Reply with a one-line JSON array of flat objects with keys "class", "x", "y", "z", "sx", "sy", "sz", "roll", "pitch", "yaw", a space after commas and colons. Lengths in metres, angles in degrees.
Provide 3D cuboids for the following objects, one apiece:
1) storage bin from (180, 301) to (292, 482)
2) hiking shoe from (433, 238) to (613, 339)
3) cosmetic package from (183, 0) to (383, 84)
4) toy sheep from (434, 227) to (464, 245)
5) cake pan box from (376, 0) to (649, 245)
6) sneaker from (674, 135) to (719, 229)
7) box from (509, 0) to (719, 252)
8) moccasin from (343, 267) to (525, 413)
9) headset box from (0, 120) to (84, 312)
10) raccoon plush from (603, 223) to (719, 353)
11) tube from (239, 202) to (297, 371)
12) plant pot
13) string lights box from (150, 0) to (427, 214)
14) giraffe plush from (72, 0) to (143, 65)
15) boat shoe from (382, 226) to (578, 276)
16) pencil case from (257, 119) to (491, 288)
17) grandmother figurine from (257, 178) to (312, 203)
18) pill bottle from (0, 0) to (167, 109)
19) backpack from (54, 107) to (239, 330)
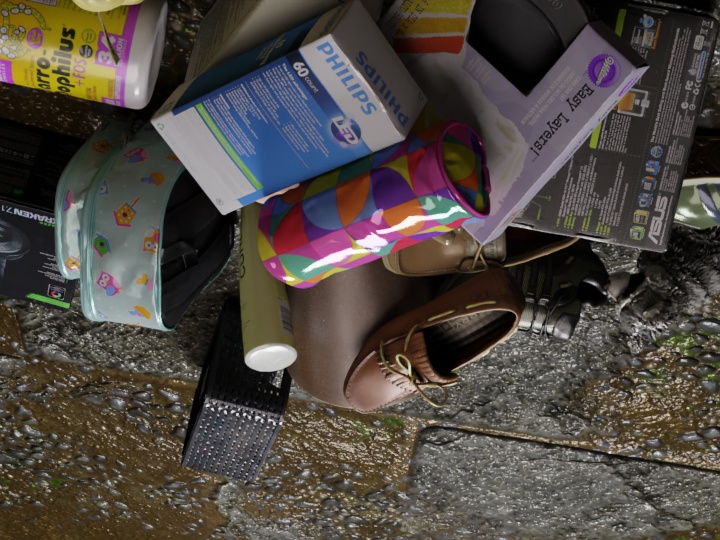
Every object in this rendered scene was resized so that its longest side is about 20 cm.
[{"class": "storage bin", "x": -0.141, "y": 0.144, "z": 1.746, "sx": 0.093, "sy": 0.136, "sz": 0.200, "roll": 14, "pitch": 146, "yaw": -7}, {"class": "hiking shoe", "x": 0.164, "y": 0.026, "z": 1.459, "sx": 0.199, "sy": 0.101, "sz": 0.076, "roll": -20, "pitch": 136, "yaw": -24}, {"class": "cosmetic package", "x": -0.063, "y": -0.206, "z": 1.240, "sx": 0.087, "sy": 0.104, "sz": 0.200, "roll": 24, "pitch": 145, "yaw": -20}, {"class": "toy sheep", "x": 0.054, "y": -0.106, "z": 1.331, "sx": 0.137, "sy": 0.138, "sz": 0.201, "roll": 22, "pitch": 110, "yaw": -18}, {"class": "cake pan box", "x": 0.098, "y": -0.153, "z": 1.185, "sx": 0.184, "sy": 0.052, "sz": 0.200, "roll": 44, "pitch": 114, "yaw": 6}, {"class": "sneaker", "x": 0.336, "y": -0.075, "z": 1.376, "sx": 0.199, "sy": 0.067, "sz": 0.090, "roll": 7, "pitch": 154, "yaw": 4}, {"class": "box", "x": 0.179, "y": -0.128, "z": 1.243, "sx": 0.192, "sy": 0.048, "sz": 0.201, "roll": 10, "pitch": 105, "yaw": 0}, {"class": "moccasin", "x": 0.067, "y": 0.077, "z": 1.397, "sx": 0.201, "sy": 0.078, "sz": 0.074, "roll": -28, "pitch": 116, "yaw": 20}, {"class": "headset box", "x": -0.364, "y": -0.056, "z": 1.545, "sx": 0.173, "sy": 0.093, "sz": 0.200, "roll": 16, "pitch": 147, "yaw": -8}, {"class": "raccoon plush", "x": 0.334, "y": 0.014, "z": 1.436, "sx": 0.199, "sy": 0.135, "sz": 0.097, "roll": 1, "pitch": 145, "yaw": 13}, {"class": "tube", "x": -0.099, "y": 0.002, "z": 1.475, "sx": 0.052, "sy": 0.201, "sz": 0.058, "roll": 19, "pitch": 138, "yaw": -36}, {"class": "plant pot", "x": 0.000, "y": 0.000, "z": 1.483, "sx": 0.186, "sy": 0.187, "sz": 0.201, "roll": 1, "pitch": 134, "yaw": 12}, {"class": "string lights box", "x": -0.059, "y": -0.125, "z": 1.189, "sx": 0.199, "sy": 0.059, "sz": 0.103, "roll": -19, "pitch": 118, "yaw": 37}, {"class": "giraffe plush", "x": -0.146, "y": -0.268, "z": 1.142, "sx": 0.161, "sy": 0.173, "sz": 0.201, "roll": -18, "pitch": 132, "yaw": 2}, {"class": "boat shoe", "x": 0.118, "y": -0.035, "z": 1.406, "sx": 0.199, "sy": 0.066, "sz": 0.074, "roll": -18, "pitch": 119, "yaw": -16}, {"class": "pencil case", "x": 0.010, "y": -0.049, "z": 1.181, "sx": 0.199, "sy": 0.089, "sz": 0.088, "roll": -20, "pitch": 137, "yaw": 35}, {"class": "grandmother figurine", "x": -0.042, "y": -0.075, "z": 1.299, "sx": 0.199, "sy": 0.122, "sz": 0.060, "roll": 13, "pitch": -162, "yaw": 40}, {"class": "pill bottle", "x": -0.271, "y": -0.207, "z": 1.287, "sx": 0.199, "sy": 0.105, "sz": 0.104, "roll": 11, "pitch": 147, "yaw": -3}, {"class": "backpack", "x": -0.199, "y": -0.044, "z": 1.393, "sx": 0.152, "sy": 0.200, "sz": 0.177, "roll": 9, "pitch": 120, "yaw": 3}]
